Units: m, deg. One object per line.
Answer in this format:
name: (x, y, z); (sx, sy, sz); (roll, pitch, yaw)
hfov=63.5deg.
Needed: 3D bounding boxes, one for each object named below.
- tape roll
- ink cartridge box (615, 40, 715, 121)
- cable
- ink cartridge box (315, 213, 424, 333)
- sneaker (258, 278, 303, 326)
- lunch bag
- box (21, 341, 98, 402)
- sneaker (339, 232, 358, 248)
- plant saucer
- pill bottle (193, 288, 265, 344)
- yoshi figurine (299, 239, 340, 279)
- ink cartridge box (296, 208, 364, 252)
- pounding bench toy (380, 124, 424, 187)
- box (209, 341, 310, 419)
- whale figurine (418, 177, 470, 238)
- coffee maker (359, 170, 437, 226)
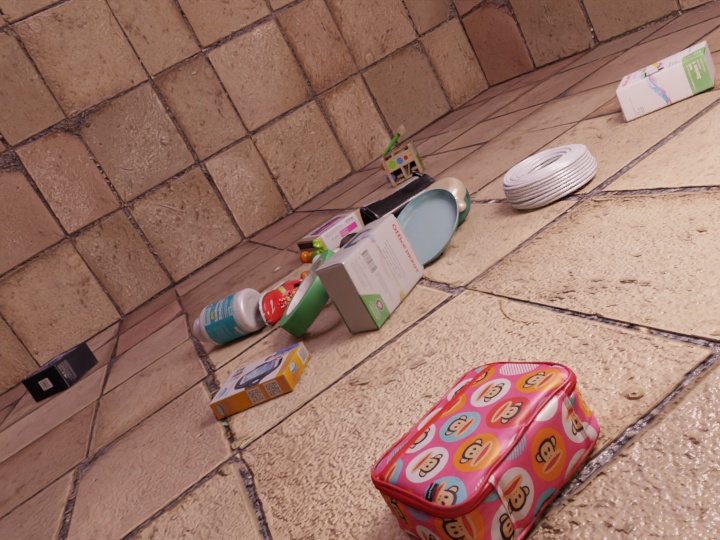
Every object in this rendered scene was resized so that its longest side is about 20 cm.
tape roll: (-0.106, 0.049, 1.282); (0.202, 0.048, 0.201); (-55, 10, 15)
ink cartridge box: (0.737, -0.456, 1.406); (0.198, 0.085, 0.145); (-18, 18, 40)
cable: (0.404, -0.205, 1.251); (0.198, 0.070, 0.200); (-20, 17, 34)
ink cartridge box: (0.025, 0.004, 1.143); (0.087, 0.147, 0.200); (-16, 20, 44)
sneaker: (-0.195, 0.071, 1.504); (0.084, 0.078, 0.200); (-16, 20, 26)
lunch bag: (0.111, 0.171, 0.563); (0.199, 0.083, 0.175); (-36, 12, -28)
box: (-1.172, 0.395, 2.272); (0.197, 0.105, 0.182); (-24, 14, 20)
sneaker: (0.037, -0.097, 1.638); (0.199, 0.076, 0.091); (-39, 25, -6)
plant saucer: (0.145, -0.091, 1.303); (0.199, 0.027, 0.203); (-31, 44, 34)
pill bottle: (-0.347, 0.129, 1.529); (0.197, 0.112, 0.111); (-23, 16, 27)
yoshi figurine: (-0.101, -0.020, 1.578); (0.198, 0.113, 0.113); (-10, 40, 48)
ink cartridge box: (-0.093, -0.118, 1.930); (0.199, 0.076, 0.164); (-37, 15, -26)
pounding bench toy: (0.148, -0.468, 2.370); (0.154, 0.202, 0.125); (-24, 15, 16)
box: (-0.198, 0.211, 1.105); (0.197, 0.042, 0.119); (-23, 16, 19)
whale figurine: (0.195, -0.122, 1.380); (0.157, 0.104, 0.203); (-14, 46, 44)
coffee maker: (0.118, -0.158, 1.526); (0.198, 0.136, 0.192); (-34, 16, -14)
